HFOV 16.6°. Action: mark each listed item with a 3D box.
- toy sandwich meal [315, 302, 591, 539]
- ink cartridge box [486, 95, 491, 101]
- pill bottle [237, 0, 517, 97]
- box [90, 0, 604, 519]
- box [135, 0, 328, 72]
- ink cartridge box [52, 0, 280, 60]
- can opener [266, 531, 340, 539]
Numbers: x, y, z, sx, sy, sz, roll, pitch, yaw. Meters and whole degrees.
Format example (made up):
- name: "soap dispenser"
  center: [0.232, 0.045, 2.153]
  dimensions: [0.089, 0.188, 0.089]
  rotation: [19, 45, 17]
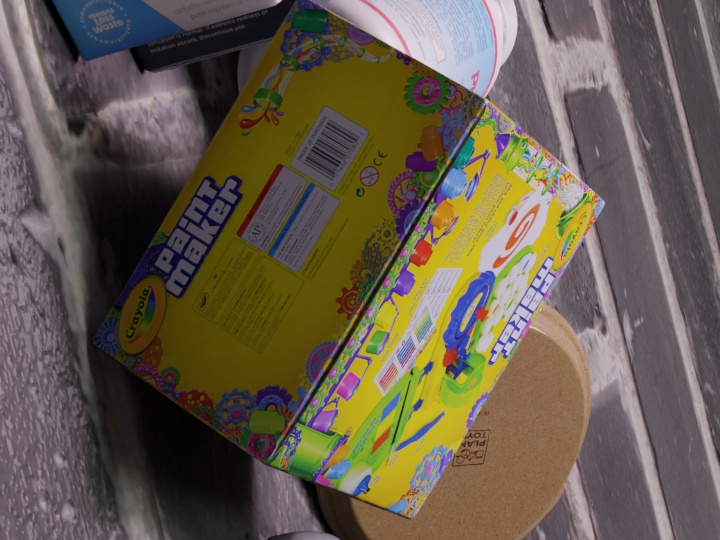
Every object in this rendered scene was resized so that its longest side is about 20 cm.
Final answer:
- name: "toy sandwich meal"
  center: [0.051, 0.093, 1.462]
  dimensions: [0.070, 0.205, 0.206]
  rotation: [41, -16, 53]
- name: "ink cartridge box"
  center: [0.067, -0.049, 1.730]
  dimensions: [0.198, 0.043, 0.201]
  rotation: [-63, 134, -61]
- name: "pill bottle"
  center: [0.018, -0.126, 1.441]
  dimensions: [0.200, 0.108, 0.109]
  rotation: [-34, 110, -59]
- name: "box"
  center: [0.000, 0.000, 1.250]
  dimensions: [0.201, 0.122, 0.193]
  rotation: [-58, 153, 0]
- name: "box"
  center: [-0.090, -0.235, 1.326]
  dimensions: [0.149, 0.107, 0.201]
  rotation: [-71, 143, -57]
- name: "ink cartridge box"
  center: [-0.123, -0.214, 1.209]
  dimensions: [0.068, 0.115, 0.201]
  rotation: [-75, 145, -53]
- name: "can opener"
  center: [-0.018, 0.175, 1.327]
  dimensions: [0.200, 0.066, 0.053]
  rotation: [28, 50, -71]
